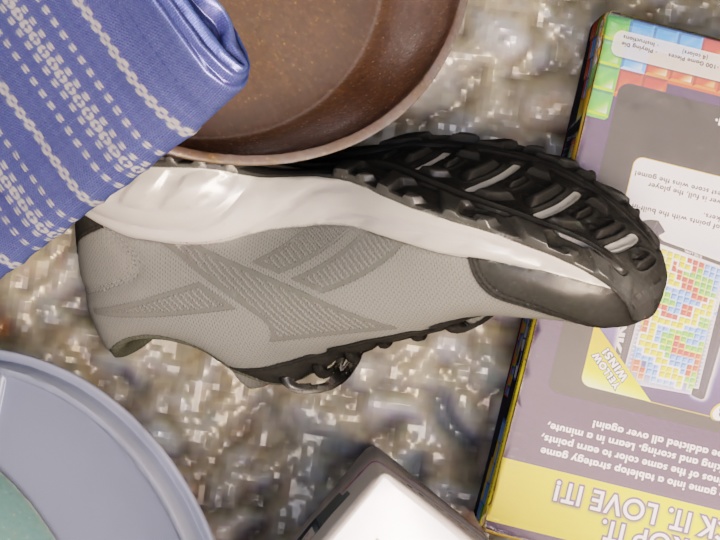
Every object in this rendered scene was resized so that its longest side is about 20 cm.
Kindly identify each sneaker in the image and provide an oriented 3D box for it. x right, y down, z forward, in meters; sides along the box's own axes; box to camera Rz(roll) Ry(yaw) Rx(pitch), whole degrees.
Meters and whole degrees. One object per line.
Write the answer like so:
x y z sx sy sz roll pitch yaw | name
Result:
0.000 0.000 0.785 0.199 0.074 0.080 6 106 29 | sneaker

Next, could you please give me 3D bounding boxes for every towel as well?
-0.123 -0.069 0.708 0.145 0.200 0.024 55 45 -3 | towel

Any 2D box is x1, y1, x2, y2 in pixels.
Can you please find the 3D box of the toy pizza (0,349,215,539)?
-0.119 0.124 0.789 0.199 0.032 0.201 -3 83 26 | toy pizza

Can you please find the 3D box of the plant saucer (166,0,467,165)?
-0.059 -0.118 0.781 0.199 0.034 0.201 14 62 -27 | plant saucer

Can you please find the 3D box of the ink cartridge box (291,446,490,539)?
0.028 0.114 0.738 0.117 0.200 0.067 40 89 0 | ink cartridge box

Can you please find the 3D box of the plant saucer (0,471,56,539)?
-0.167 0.141 0.774 0.199 0.036 0.201 -3 83 26 | plant saucer

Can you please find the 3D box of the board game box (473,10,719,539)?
0.150 0.023 0.813 0.199 0.057 0.166 15 91 -1 | board game box
